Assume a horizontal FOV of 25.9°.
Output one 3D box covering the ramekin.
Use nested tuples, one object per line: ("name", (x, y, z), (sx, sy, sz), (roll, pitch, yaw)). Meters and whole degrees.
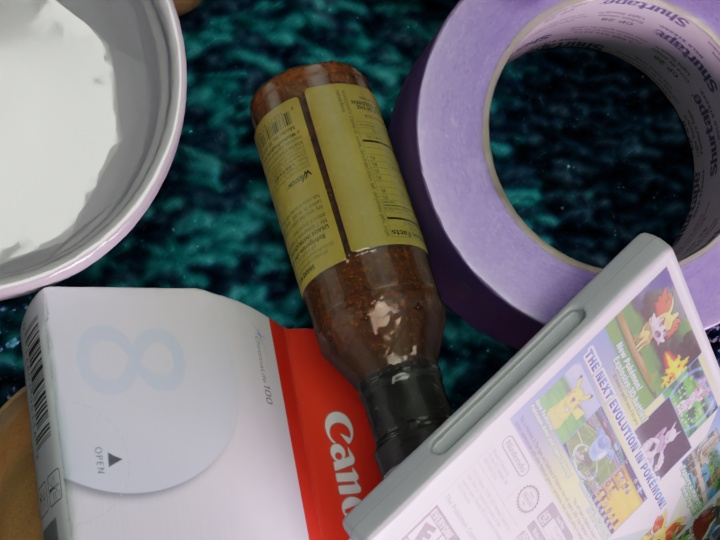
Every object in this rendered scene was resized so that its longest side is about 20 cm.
("ramekin", (-0.180, -0.078, 0.715), (0.200, 0.105, 0.200), (1, 81, -8))

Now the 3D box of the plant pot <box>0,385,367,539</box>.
("plant pot", (-0.084, 0.127, 0.702), (0.200, 0.027, 0.200), (14, 53, -19))

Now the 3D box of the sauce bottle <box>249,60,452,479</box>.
("sauce bottle", (0.000, 0.000, 0.728), (0.066, 0.066, 0.200), (-11, 67, -10))

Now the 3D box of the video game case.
("video game case", (0.099, 0.108, 0.710), (0.182, 0.022, 0.200), (-42, 133, -12))

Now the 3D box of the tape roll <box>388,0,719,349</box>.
("tape roll", (0.117, -0.058, 0.770), (0.200, 0.085, 0.200), (1, 81, -9))

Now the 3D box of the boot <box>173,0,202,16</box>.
("boot", (0.000, -0.174, 0.727), (0.200, 0.066, 0.175), (21, 105, 14))

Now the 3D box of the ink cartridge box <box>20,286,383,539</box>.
("ink cartridge box", (-0.042, 0.088, 0.694), (0.200, 0.047, 0.160), (0, 63, -26))
